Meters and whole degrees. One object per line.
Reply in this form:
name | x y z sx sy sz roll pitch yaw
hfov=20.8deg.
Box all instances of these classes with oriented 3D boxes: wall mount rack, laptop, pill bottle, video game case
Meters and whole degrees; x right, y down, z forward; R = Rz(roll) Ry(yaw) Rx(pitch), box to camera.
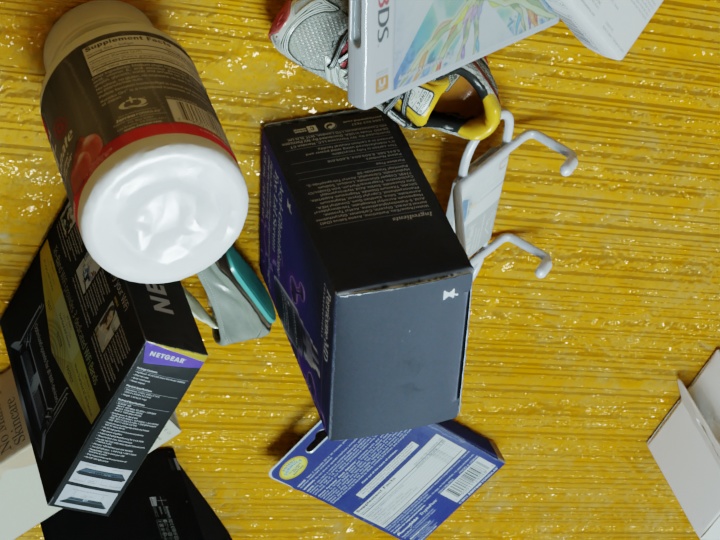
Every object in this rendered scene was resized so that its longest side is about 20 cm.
wall mount rack | 0.093 -0.017 1.510 0.174 0.074 0.201 -39 152 -37
laptop | -0.165 0.251 1.598 0.199 0.188 0.116 -2 129 -22
pill bottle | -0.151 -0.093 1.298 0.110 0.200 0.111 -12 132 -13
video game case | 0.070 -0.223 1.339 0.199 0.022 0.183 -28 133 -35

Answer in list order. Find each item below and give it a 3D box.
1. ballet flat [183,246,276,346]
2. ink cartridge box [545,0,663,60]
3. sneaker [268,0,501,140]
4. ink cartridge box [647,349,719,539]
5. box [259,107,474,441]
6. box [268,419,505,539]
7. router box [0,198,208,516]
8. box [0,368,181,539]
ballet flat | -0.123 -0.013 1.475 0.063 0.068 0.200 -18 134 7
ink cartridge box | 0.196 -0.270 1.390 0.201 0.050 0.161 -56 142 -3
sneaker | 0.025 -0.150 1.407 0.199 0.082 0.078 16 121 -32
ink cartridge box | 0.372 0.170 1.804 0.199 0.129 0.126 14 122 -31
box | 0.000 0.000 1.443 0.104 0.200 0.149 -9 132 -14
box | 0.021 0.164 1.711 0.121 0.032 0.200 -45 133 16
router box | -0.189 0.048 1.404 0.052 0.200 0.158 15 123 -32
box | -0.248 0.128 1.523 0.199 0.095 0.078 -33 133 5
